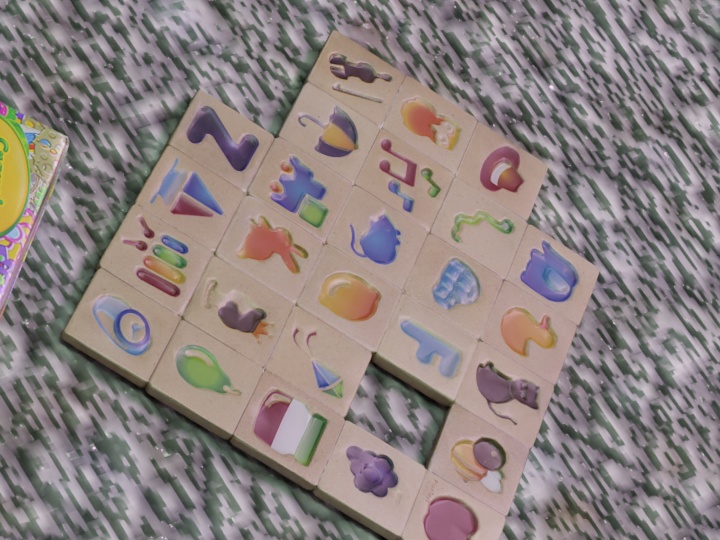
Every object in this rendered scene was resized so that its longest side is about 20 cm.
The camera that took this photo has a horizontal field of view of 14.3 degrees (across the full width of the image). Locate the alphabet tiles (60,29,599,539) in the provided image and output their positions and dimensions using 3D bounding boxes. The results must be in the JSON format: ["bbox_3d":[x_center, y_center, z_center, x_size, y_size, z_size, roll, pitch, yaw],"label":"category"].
[{"bbox_3d":[0.000,0.000,1.029,0.167,0.008,0.200,32,45,-7],"label":"alphabet tiles"}]

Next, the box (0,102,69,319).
[{"bbox_3d":[-0.212,0.019,0.743,0.193,0.200,0.122,28,45,-12],"label":"box"}]
